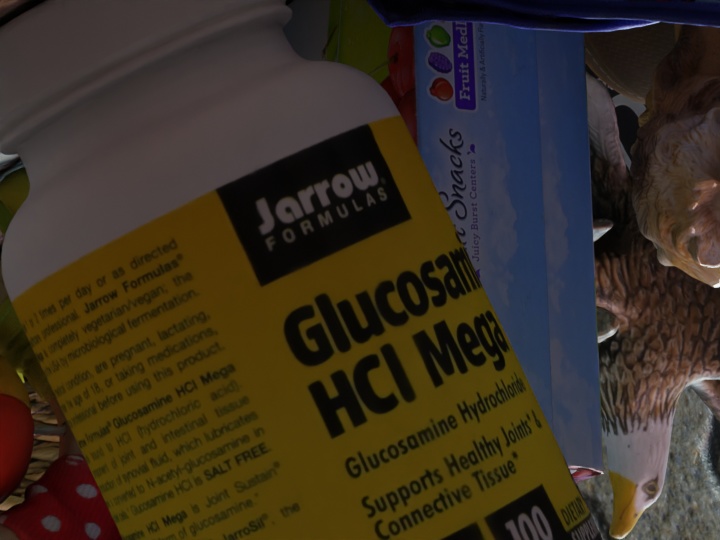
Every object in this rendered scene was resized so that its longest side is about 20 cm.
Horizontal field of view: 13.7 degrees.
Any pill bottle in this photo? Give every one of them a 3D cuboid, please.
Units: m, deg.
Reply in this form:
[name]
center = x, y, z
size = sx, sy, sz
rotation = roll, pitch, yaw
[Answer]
[pill bottle]
center = -0.023, 0.020, 0.767
size = 0.112, 0.201, 0.112
rotation = -26, 179, -1

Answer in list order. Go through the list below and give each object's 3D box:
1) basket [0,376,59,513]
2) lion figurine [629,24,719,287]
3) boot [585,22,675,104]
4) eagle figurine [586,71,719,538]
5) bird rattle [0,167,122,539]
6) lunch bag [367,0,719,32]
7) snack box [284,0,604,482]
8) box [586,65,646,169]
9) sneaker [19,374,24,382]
[basket]
center = -0.171, 0.119, 1.356
size = 0.199, 0.150, 0.143
rotation = 3, -179, 11
[lion figurine]
center = 0.124, -0.083, 0.936
size = 0.122, 0.201, 0.072
rotation = 11, 150, -37
[boot]
center = 0.158, -0.118, 1.068
size = 0.077, 0.200, 0.156
rotation = -8, -130, 56
[eagle figurine]
center = 0.116, 0.021, 1.031
size = 0.199, 0.152, 0.151
rotation = 6, 124, -30
[bird rattle]
center = -0.125, 0.064, 1.065
size = 0.162, 0.201, 0.113
rotation = 1, 167, -23
[lunch bag]
center = 0.100, -0.115, 0.802
size = 0.150, 0.094, 0.200
rotation = -27, -169, -35
[snack box]
center = 0.000, 0.000, 0.962
size = 0.067, 0.170, 0.200
rotation = 5, 163, -24
[box]
center = 0.127, -0.086, 1.272
size = 0.132, 0.115, 0.200
rotation = -25, 178, -37
[sneaker]
center = -0.228, 0.064, 1.212
size = 0.199, 0.077, 0.075
rotation = -25, 180, -9
